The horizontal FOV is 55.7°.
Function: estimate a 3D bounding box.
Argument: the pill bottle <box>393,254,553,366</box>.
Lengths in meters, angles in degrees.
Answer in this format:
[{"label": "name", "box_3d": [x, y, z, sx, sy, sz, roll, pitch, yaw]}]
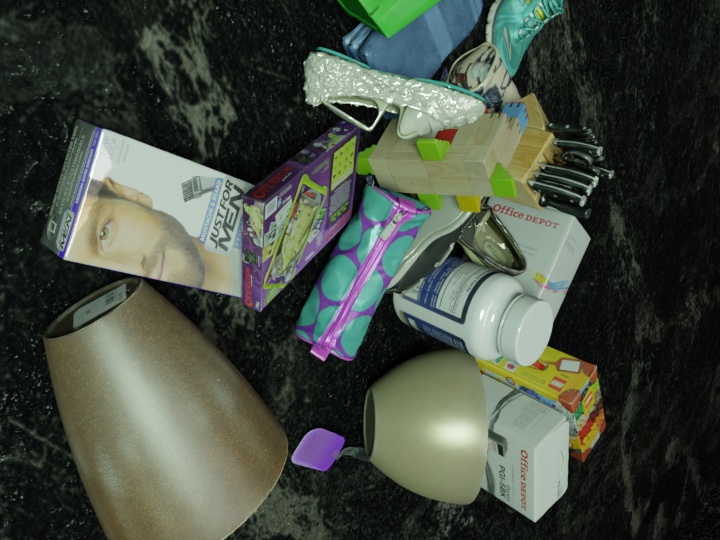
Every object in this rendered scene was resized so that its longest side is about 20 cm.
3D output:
[{"label": "pill bottle", "box_3d": [0.145, 0.049, 0.887, 0.109, 0.198, 0.114, -19, 119, -38]}]

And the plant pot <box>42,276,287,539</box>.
[{"label": "plant pot", "box_3d": [-0.187, 0.116, 0.609, 0.186, 0.185, 0.204, -36, 115, -29]}]

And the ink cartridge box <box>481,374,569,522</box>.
[{"label": "ink cartridge box", "box_3d": [0.207, 0.255, 1.030, 0.082, 0.198, 0.150, -28, 123, -33]}]

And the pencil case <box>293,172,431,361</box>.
[{"label": "pencil case", "box_3d": [0.000, 0.000, 0.778, 0.084, 0.093, 0.204, 26, 99, -7]}]

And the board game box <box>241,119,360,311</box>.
[{"label": "board game box", "box_3d": [-0.057, -0.063, 0.696, 0.200, 0.032, 0.123, -49, 149, -50]}]

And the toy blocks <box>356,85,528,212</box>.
[{"label": "toy blocks", "box_3d": [0.105, -0.156, 0.795, 0.138, 0.196, 0.101, -61, 140, -29]}]

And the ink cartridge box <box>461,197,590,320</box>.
[{"label": "ink cartridge box", "box_3d": [0.222, 0.007, 0.989, 0.087, 0.143, 0.204, 29, 84, -48]}]

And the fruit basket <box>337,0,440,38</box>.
[{"label": "fruit basket", "box_3d": [0.023, -0.369, 0.656, 0.211, 0.156, 0.220, -20, 131, -24]}]

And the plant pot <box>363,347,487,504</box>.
[{"label": "plant pot", "box_3d": [0.074, 0.203, 0.908, 0.130, 0.201, 0.206, 3, 107, -9]}]

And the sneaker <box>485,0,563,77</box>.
[{"label": "sneaker", "box_3d": [0.227, -0.351, 0.906, 0.077, 0.079, 0.204, 26, 87, -47]}]

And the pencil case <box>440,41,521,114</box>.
[{"label": "pencil case", "box_3d": [0.180, -0.201, 0.917, 0.090, 0.078, 0.200, -47, 134, -5]}]

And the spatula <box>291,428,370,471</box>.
[{"label": "spatula", "box_3d": [-0.013, 0.249, 0.931, 0.198, 0.020, 0.057, 24, 100, -50]}]

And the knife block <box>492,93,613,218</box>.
[{"label": "knife block", "box_3d": [0.192, -0.114, 0.816, 0.064, 0.196, 0.179, 41, 35, -43]}]

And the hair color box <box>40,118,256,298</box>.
[{"label": "hair color box", "box_3d": [-0.173, -0.048, 0.625, 0.197, 0.064, 0.112, 16, 94, -46]}]

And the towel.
[{"label": "towel", "box_3d": [0.066, -0.281, 0.791, 0.201, 0.048, 0.112, -52, 135, -19]}]

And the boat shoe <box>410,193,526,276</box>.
[{"label": "boat shoe", "box_3d": [0.147, -0.066, 0.895, 0.199, 0.064, 0.074, 40, 70, -18]}]

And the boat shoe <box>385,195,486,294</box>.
[{"label": "boat shoe", "box_3d": [0.091, -0.046, 0.849, 0.060, 0.074, 0.201, 20, 117, -47]}]

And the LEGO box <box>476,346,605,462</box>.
[{"label": "LEGO box", "box_3d": [0.275, 0.187, 1.074, 0.077, 0.198, 0.151, -43, 131, -24]}]

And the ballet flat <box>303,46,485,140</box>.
[{"label": "ballet flat", "box_3d": [0.030, -0.174, 0.716, 0.072, 0.195, 0.074, 16, 91, -89]}]
